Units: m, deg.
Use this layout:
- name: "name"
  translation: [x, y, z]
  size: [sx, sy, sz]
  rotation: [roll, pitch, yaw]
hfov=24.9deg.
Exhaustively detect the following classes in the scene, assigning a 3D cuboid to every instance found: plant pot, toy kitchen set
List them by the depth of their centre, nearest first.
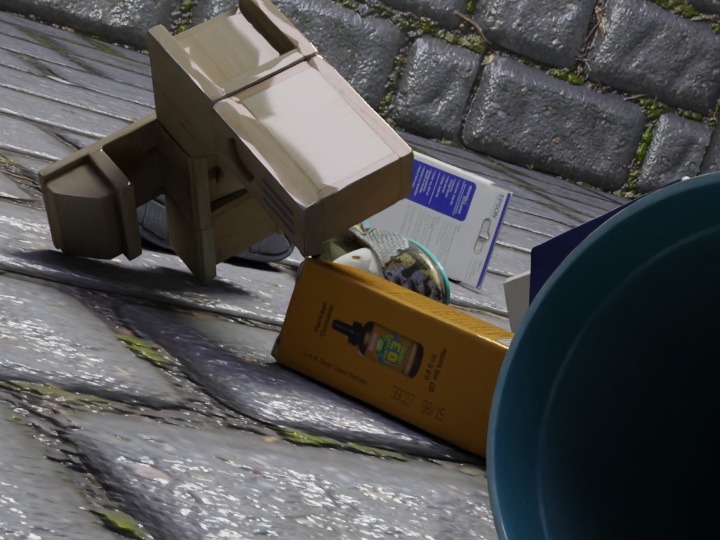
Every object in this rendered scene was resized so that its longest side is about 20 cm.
- name: "plant pot"
  translation: [0.185, 0.088, 0.675]
  size: [0.199, 0.201, 0.187]
  rotation: [27, -3, 44]
- name: "toy kitchen set"
  translation: [-0.087, -0.027, 1.023]
  size: [0.162, 0.201, 0.181]
  rotation: [-29, 57, -22]

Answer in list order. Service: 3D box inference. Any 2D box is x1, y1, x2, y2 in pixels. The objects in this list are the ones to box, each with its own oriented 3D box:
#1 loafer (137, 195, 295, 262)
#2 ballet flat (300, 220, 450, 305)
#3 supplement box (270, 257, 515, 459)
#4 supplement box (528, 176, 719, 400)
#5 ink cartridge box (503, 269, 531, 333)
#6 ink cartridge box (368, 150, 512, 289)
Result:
- name: "loafer"
  translation: [-0.136, -0.046, 1.234]
  size: [0.063, 0.073, 0.199]
  rotation: [0, -14, 44]
- name: "ballet flat"
  translation: [0.000, 0.000, 1.245]
  size: [0.071, 0.073, 0.200]
  rotation: [14, 10, -26]
- name: "supplement box"
  translation: [0.050, 0.057, 0.943]
  size: [0.198, 0.067, 0.069]
  rotation: [23, 10, 23]
- name: "supplement box"
  translation: [0.192, 0.055, 0.859]
  size: [0.199, 0.110, 0.109]
  rotation: [28, -37, -34]
- name: "ink cartridge box"
  translation: [0.209, 0.020, 1.092]
  size: [0.145, 0.084, 0.200]
  rotation: [-7, -8, -26]
- name: "ink cartridge box"
  translation: [0.060, -0.059, 1.578]
  size: [0.199, 0.100, 0.039]
  rotation: [25, 10, 34]
